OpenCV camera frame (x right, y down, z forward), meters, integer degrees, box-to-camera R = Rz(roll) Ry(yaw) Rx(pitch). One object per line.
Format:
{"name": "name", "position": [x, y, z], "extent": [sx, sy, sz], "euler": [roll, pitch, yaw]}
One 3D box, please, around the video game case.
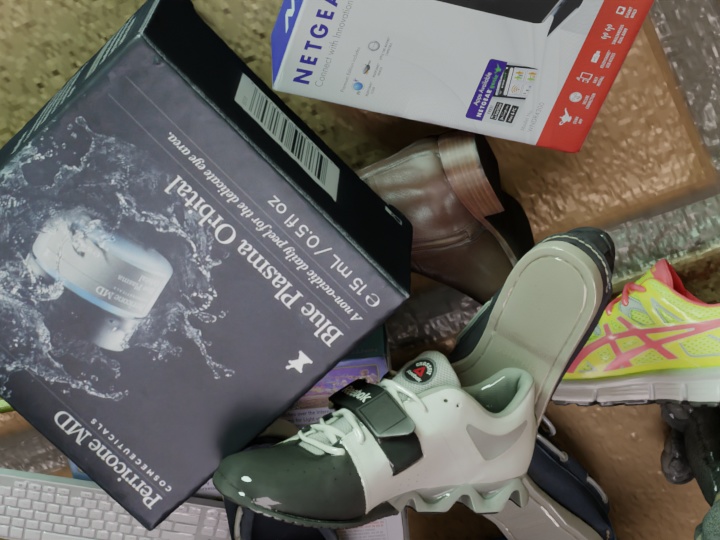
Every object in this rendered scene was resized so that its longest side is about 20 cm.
{"name": "video game case", "position": [-0.074, 0.118, 1.211], "extent": [0.199, 0.046, 0.182], "euler": [-5, 126, 2]}

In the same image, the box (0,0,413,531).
{"name": "box", "position": [-0.107, -0.007, 1.059], "extent": [0.200, 0.117, 0.197], "euler": [-42, 103, 16]}

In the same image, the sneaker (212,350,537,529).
{"name": "sneaker", "position": [0.011, 0.084, 1.055], "extent": [0.199, 0.074, 0.089], "euler": [-3, 111, -37]}

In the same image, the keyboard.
{"name": "keyboard", "position": [-0.133, 0.155, 1.202], "extent": [0.199, 0.011, 0.056], "euler": [10, 125, -8]}

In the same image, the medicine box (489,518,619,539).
{"name": "medicine box", "position": [0.124, 0.288, 1.437], "extent": [0.182, 0.103, 0.200], "euler": [-18, 133, 13]}

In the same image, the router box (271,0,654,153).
{"name": "router box", "position": [0.064, -0.164, 1.031], "extent": [0.179, 0.049, 0.200], "euler": [10, 133, -14]}

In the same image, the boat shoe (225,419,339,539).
{"name": "boat shoe", "position": [-0.038, 0.172, 1.161], "extent": [0.075, 0.062, 0.200], "euler": [-10, 133, -4]}

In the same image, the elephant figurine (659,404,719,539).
{"name": "elephant figurine", "position": [0.260, 0.159, 1.254], "extent": [0.154, 0.200, 0.142], "euler": [-1, 134, -3]}

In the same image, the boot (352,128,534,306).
{"name": "boot", "position": [0.000, 0.000, 1.180], "extent": [0.199, 0.064, 0.187], "euler": [-15, 133, 14]}

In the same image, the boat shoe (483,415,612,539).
{"name": "boat shoe", "position": [0.099, 0.122, 1.300], "extent": [0.200, 0.062, 0.075], "euler": [40, 136, -24]}

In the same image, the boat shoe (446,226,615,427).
{"name": "boat shoe", "position": [0.088, 0.054, 1.140], "extent": [0.073, 0.063, 0.200], "euler": [37, 126, 9]}

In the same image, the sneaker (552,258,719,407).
{"name": "sneaker", "position": [0.173, 0.039, 1.230], "extent": [0.199, 0.091, 0.078], "euler": [-3, 180, 19]}

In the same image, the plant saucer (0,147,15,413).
{"name": "plant saucer", "position": [-0.225, 0.022, 1.190], "extent": [0.199, 0.048, 0.200], "euler": [-10, 134, 5]}
